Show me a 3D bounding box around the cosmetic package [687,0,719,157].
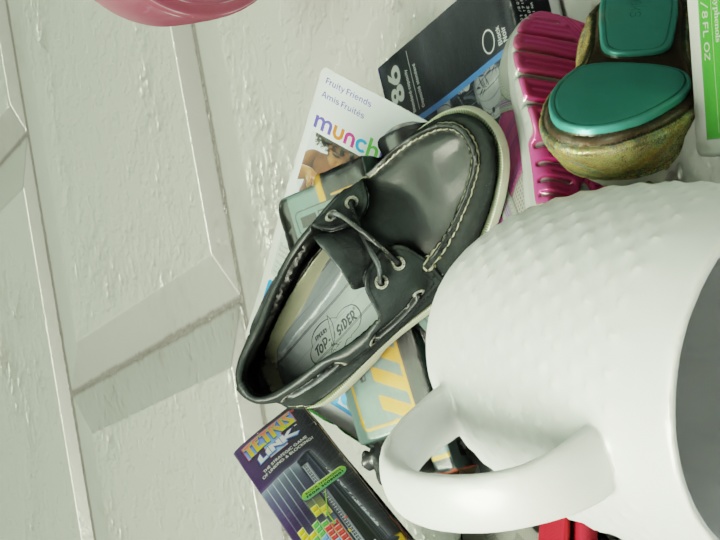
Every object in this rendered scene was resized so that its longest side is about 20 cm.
[{"bbox_3d":[0.221,-0.101,0.698,0.200,0.084,0.108,0,94,65],"label":"cosmetic package"}]

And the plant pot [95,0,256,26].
[{"bbox_3d":[-0.086,-0.270,1.176,0.179,0.199,0.201,-1,95,47],"label":"plant pot"}]

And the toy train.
[{"bbox_3d":[0.031,0.024,0.974,0.114,0.085,0.201,-20,84,26],"label":"toy train"}]

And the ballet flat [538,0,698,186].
[{"bbox_3d":[0.125,-0.075,0.831,0.200,0.070,0.071,-64,-14,-59],"label":"ballet flat"}]

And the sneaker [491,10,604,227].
[{"bbox_3d":[0.096,-0.043,0.921,0.088,0.081,0.201,131,148,-52],"label":"sneaker"}]

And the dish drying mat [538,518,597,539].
[{"bbox_3d":[0.107,0.121,0.943,0.077,0.018,0.201,109,172,-50],"label":"dish drying mat"}]

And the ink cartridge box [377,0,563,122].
[{"bbox_3d":[0.061,-0.098,1.068,0.200,0.039,0.100,-36,65,61],"label":"ink cartridge box"}]

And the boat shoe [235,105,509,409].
[{"bbox_3d":[-0.002,-0.002,0.907,0.199,0.066,0.075,-46,69,30],"label":"boat shoe"}]

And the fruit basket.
[{"bbox_3d":[0.021,0.008,1.059,0.185,0.094,0.201,31,127,20],"label":"fruit basket"}]

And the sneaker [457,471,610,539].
[{"bbox_3d":[0.111,0.164,0.992,0.200,0.074,0.080,27,114,59],"label":"sneaker"}]

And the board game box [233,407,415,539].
[{"bbox_3d":[0.023,0.190,1.056,0.200,0.057,0.165,53,175,-34],"label":"board game box"}]

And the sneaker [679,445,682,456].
[{"bbox_3d":[0.189,0.153,0.811,0.201,0.079,0.078,61,146,14],"label":"sneaker"}]

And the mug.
[{"bbox_3d":[0.096,0.047,0.730,0.175,0.200,0.148,7,121,53],"label":"mug"}]
